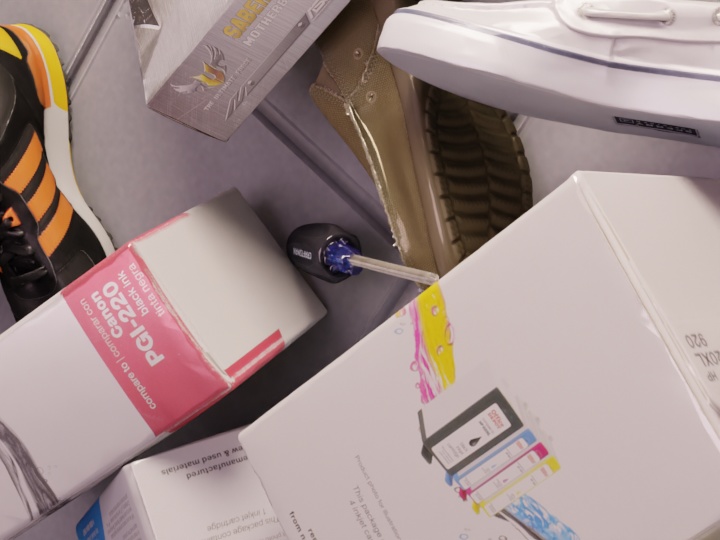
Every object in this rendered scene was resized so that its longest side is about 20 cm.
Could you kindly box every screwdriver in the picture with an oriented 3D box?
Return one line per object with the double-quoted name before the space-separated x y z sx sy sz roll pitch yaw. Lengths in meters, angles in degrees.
"screwdriver" 0.000 0.000 0.905 0.029 0.028 0.200 -61 17 1

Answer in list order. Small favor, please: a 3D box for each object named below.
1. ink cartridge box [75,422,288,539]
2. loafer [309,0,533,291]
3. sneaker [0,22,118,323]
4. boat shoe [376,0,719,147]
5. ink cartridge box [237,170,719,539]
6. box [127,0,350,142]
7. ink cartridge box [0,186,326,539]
"ink cartridge box" -0.056 0.187 0.949 0.201 0.086 0.146 68 158 11
"loafer" 0.022 -0.072 0.931 0.067 0.076 0.201 -29 64 38
"sneaker" -0.189 -0.035 1.065 0.070 0.090 0.201 -20 80 34
"boat shoe" 0.109 -0.095 0.853 0.199 0.074 0.066 12 84 7
"ink cartridge box" 0.086 0.072 0.844 0.200 0.147 0.145 -38 71 30
"box" -0.034 -0.182 0.935 0.200 0.048 0.159 -45 38 28
"ink cartridge box" -0.133 0.056 0.972 0.200 0.146 0.085 -36 90 21
